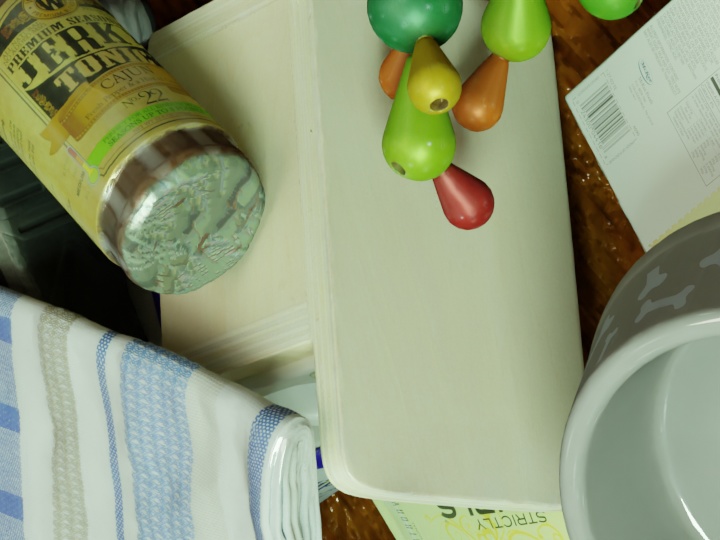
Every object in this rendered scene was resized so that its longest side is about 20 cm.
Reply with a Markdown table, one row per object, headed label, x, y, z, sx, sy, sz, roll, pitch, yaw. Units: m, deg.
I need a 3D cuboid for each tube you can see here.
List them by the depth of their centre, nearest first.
| label | x | y | z | sx | sy | sz | roll | pitch | yaw |
| --- | --- | --- | --- | --- | --- | --- | --- | --- | --- |
| tube | 0.079 | 0.097 | 1.045 | 0.199 | 0.052 | 0.059 | -16 | 67 | 49 |

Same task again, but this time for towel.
| label | x | y | z | sx | sy | sz | roll | pitch | yaw |
| --- | --- | --- | --- | --- | --- | --- | --- | --- | --- |
| towel | -0.088 | 0.092 | 0.995 | 0.199 | 0.024 | 0.148 | 21 | 123 | 40 |

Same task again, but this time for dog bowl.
| label | x | y | z | sx | sy | sz | roll | pitch | yaw |
| --- | --- | --- | --- | --- | --- | --- | --- | --- | --- |
| dog bowl | 0.156 | 0.077 | 0.891 | 0.199 | 0.059 | 0.201 | 16 | 125 | 24 |

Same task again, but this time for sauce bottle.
| label | x | y | z | sx | sy | sz | roll | pitch | yaw |
| --- | --- | --- | --- | --- | --- | --- | --- | --- | --- |
| sauce bottle | -0.113 | -0.070 | 1.001 | 0.200 | 0.064 | 0.065 | 44 | 126 | 37 |

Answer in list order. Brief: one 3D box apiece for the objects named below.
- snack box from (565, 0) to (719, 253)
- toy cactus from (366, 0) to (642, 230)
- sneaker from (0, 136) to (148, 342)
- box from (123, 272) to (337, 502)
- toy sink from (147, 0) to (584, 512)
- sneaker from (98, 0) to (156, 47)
| label | x | y | z | sx | sy | sz | roll | pitch | yaw |
| --- | --- | --- | --- | --- | --- | --- | --- | --- | --- |
| snack box | 0.162 | -0.011 | 0.944 | 0.116 | 0.037 | 0.201 | -41 | 68 | 43 |
| toy cactus | 0.043 | -0.130 | 0.931 | 0.201 | 0.165 | 0.102 | -57 | 28 | 1 |
| sneaker | -0.148 | 0.010 | 1.092 | 0.114 | 0.076 | 0.201 | -15 | 93 | 40 |
| box | -0.090 | 0.033 | 1.168 | 0.200 | 0.104 | 0.185 | -37 | 72 | 43 |
| toy sink | 0.000 | 0.000 | 1.016 | 0.112 | 0.130 | 0.202 | -21 | 68 | 46 |
| sneaker | -0.143 | -0.096 | 1.145 | 0.076 | 0.092 | 0.200 | 52 | 168 | 14 |
